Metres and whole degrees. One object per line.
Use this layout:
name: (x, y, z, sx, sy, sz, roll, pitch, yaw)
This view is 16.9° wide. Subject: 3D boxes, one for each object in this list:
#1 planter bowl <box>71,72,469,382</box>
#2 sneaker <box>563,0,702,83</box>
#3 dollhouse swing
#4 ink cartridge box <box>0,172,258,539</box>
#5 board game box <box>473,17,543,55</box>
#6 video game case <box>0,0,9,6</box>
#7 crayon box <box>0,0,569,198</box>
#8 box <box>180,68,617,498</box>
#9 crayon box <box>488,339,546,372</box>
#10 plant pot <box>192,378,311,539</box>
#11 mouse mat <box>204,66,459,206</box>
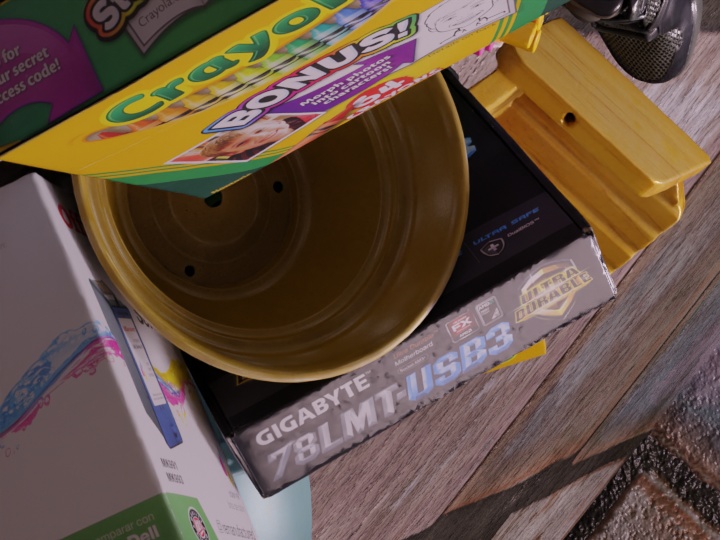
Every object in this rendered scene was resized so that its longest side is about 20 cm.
planter bowl: (-0.055, -0.041, 1.130, 0.200, 0.201, 0.083, -40, -172, -28)
sneaker: (0.140, -0.158, 1.365, 0.115, 0.076, 0.200, -61, 154, -29)
dollhouse swing: (0.069, -0.018, 1.426, 0.200, 0.182, 0.176, -41, -168, 37)
ink cartridge box: (-0.124, 0.072, 1.087, 0.087, 0.201, 0.145, -27, 166, 6)
board game box: (0.094, -0.202, 1.192, 0.200, 0.026, 0.201, -25, 135, -77)
video game case: (-0.086, -0.104, 0.966, 0.199, 0.022, 0.182, -20, 165, -28)
crayon box: (-0.024, -0.099, 0.907, 0.199, 0.059, 0.172, -28, 168, 19)
box: (0.000, 0.000, 1.209, 0.199, 0.199, 0.050, -30, 125, -3)
crayon box: (0.037, 0.018, 1.383, 0.126, 0.051, 0.200, -18, 152, 0)
plant pot: (-0.116, 0.132, 1.312, 0.200, 0.200, 0.162, -31, 143, -47)
mouse mat: (-0.025, -0.071, 1.283, 0.160, 0.008, 0.200, -32, 174, 6)
